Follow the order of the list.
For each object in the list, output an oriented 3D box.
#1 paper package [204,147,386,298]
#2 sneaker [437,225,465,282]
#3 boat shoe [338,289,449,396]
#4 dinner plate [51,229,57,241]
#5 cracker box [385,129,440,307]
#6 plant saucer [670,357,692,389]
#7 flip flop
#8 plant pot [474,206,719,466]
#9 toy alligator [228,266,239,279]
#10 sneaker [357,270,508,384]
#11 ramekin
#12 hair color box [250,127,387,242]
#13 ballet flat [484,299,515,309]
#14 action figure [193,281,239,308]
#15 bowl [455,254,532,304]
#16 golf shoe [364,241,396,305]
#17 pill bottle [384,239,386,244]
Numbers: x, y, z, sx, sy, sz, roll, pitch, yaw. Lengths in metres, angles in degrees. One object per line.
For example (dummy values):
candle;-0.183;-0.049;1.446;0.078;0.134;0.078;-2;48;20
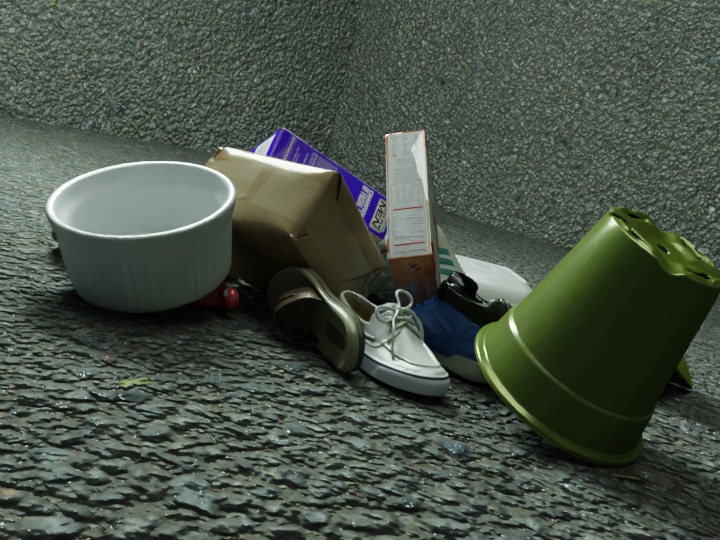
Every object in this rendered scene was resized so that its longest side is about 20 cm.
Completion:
paper package;-0.093;-0.046;0.957;0.198;0.104;0.191;17;-28;35
sneaker;0.098;0.002;1.071;0.201;0.070;0.093;56;28;-8
boat shoe;0.033;0.064;0.822;0.074;0.087;0.201;7;12;-32
dinner plate;-0.314;-0.088;0.998;0.198;0.025;0.200;-24;-4;-2
cracker box;0.070;-0.060;0.971;0.057;0.202;0.135;-5;-34;9
plant saucer;0.369;0.091;1.073;0.198;0.048;0.199;22;-6;38
flip flop;-0.062;0.053;0.824;0.057;0.082;0.200;-8;26;-28
plant pot;0.242;0.048;0.733;0.198;0.191;0.201;22;27;-12
toy alligator;-0.195;-0.028;1.099;0.058;0.055;0.200;14;10;-4
sneaker;0.086;0.048;0.897;0.198;0.113;0.076;20;7;30
ramekin;-0.234;-0.039;0.828;0.197;0.099;0.201;0;30;0
hair color box;-0.060;-0.106;1.050;0.199;0.066;0.109;30;-22;-24
ballet flat;0.239;0.084;1.042;0.198;0.069;0.075;20;24;7
action figure;-0.209;0.007;0.925;0.065;0.052;0.199;9;14;-47
bowl;0.205;0.029;1.291;0.197;0.076;0.200;14;11;-8
golf shoe;0.000;0.000;1.099;0.198;0.099;0.078;2;17;-46
pill bottle;-0.035;-0.038;1.199;0.198;0.116;0.114;6;13;-38
